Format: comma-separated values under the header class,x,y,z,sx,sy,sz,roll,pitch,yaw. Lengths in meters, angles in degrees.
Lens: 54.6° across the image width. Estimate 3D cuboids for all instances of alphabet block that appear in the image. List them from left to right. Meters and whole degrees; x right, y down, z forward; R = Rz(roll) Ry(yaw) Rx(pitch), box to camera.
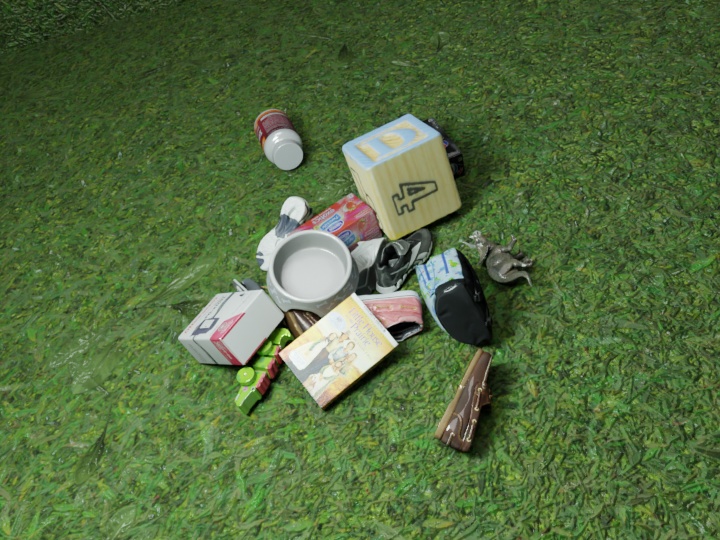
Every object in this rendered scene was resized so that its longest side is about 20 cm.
class,x,y,z,sx,sy,sz,roll,pitch,yaw
alphabet block,0.097,-0.224,1.660,0.196,0.200,0.195,-26,32,-5

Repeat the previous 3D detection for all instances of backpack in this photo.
class,x,y,z,sx,sy,sz,roll,pitch,yaw
backpack,0.186,0.040,1.421,0.154,0.163,0.200,-19,34,23

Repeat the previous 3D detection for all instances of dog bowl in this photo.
class,x,y,z,sx,sy,sz,roll,pitch,yaw
dog bowl,-0.104,0.001,1.481,0.200,0.059,0.200,-1,60,2

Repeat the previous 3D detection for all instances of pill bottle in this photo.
class,x,y,z,sx,sy,sz,roll,pitch,yaw
pill bottle,-0.234,-0.377,2.021,0.113,0.113,0.200,-24,42,-5

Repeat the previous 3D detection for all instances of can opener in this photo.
class,x,y,z,sx,sy,sz,roll,pitch,yaw
can opener,-0.227,0.073,1.606,0.067,0.053,0.200,-32,47,-26

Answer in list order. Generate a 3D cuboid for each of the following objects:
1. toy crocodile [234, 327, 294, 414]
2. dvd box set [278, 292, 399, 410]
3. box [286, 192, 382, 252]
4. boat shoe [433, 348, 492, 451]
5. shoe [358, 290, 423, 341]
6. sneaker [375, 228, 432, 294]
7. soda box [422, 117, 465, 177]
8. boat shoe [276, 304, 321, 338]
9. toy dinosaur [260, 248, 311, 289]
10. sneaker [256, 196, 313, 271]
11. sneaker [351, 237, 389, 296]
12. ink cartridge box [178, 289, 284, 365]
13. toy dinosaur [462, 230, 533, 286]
class,x,y,z,sx,sy,sz,roll,pitch,yaw
toy crocodile,-0.201,0.206,1.451,0.062,0.068,0.200,6,48,26
dvd box set,-0.043,0.161,1.406,0.200,0.029,0.146,-38,73,-8
box,-0.061,-0.083,1.673,0.200,0.096,0.100,-34,46,-15
boat shoe,0.204,0.236,1.270,0.070,0.070,0.200,23,60,15
shoe,0.034,0.103,1.468,0.200,0.072,0.091,-11,40,5
sneaker,0.098,-0.039,1.574,0.066,0.091,0.200,22,57,35
soda box,0.205,-0.319,1.833,0.063,0.071,0.200,-21,43,-3
boat shoe,-0.113,0.118,1.492,0.070,0.070,0.200,-26,64,-20
toy dinosaur,-0.144,0.023,1.612,0.060,0.200,0.106,-2,55,-45
sneaker,-0.177,-0.087,1.743,0.079,0.130,0.199,25,96,17
sneaker,0.000,0.000,1.595,0.080,0.070,0.200,2,39,29
ink cartridge box,-0.281,0.123,1.501,0.200,0.084,0.145,-7,38,50
toy dinosaur,0.310,-0.011,1.497,0.102,0.077,0.200,-31,48,5
